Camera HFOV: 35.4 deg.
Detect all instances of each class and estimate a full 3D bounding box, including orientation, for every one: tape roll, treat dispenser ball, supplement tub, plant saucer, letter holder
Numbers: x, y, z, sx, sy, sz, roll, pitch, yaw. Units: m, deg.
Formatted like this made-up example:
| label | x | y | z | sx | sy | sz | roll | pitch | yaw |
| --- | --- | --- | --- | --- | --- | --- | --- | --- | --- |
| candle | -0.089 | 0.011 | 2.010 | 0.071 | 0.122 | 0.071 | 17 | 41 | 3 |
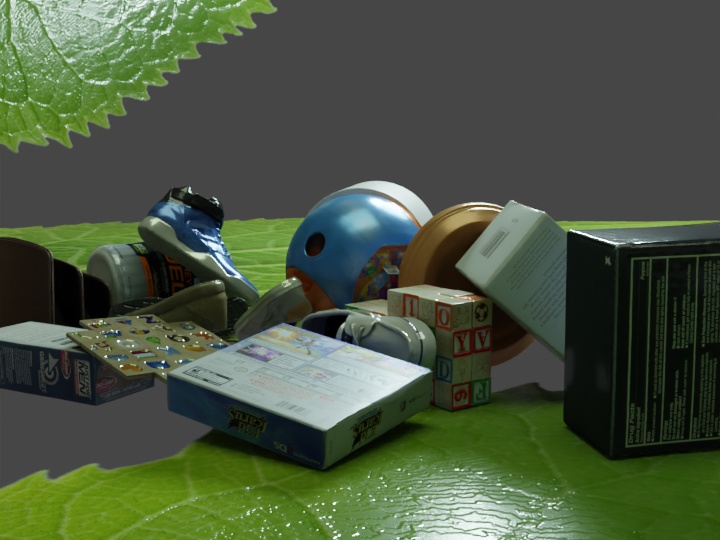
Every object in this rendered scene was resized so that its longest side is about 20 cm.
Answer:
| label | x | y | z | sx | sy | sz | roll | pitch | yaw |
| --- | --- | --- | --- | --- | --- | --- | --- | --- | --- |
| tape roll | 0.013 | -0.028 | 1.679 | 0.201 | 0.205 | 0.139 | 1 | 8 | 10 |
| treat dispenser ball | 0.000 | 0.000 | 1.491 | 0.199 | 0.203 | 0.201 | 0 | 9 | 0 |
| supplement tub | -0.293 | 0.016 | 1.664 | 0.199 | 0.124 | 0.122 | -8 | 11 | -38 |
| plant saucer | 0.144 | 0.019 | 1.355 | 0.198 | 0.202 | 0.037 | -3 | 3 | -13 |
| letter holder | -0.443 | 0.021 | 1.573 | 0.199 | 0.144 | 0.100 | 7 | 12 | 43 |

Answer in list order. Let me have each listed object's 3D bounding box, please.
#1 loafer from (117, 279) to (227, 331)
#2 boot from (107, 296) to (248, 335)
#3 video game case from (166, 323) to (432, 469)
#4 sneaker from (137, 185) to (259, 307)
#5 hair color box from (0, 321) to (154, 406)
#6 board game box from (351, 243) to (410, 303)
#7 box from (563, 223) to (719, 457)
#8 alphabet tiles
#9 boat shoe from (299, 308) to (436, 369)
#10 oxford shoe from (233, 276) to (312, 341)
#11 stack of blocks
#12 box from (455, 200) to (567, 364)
| label | x | y | z | sx | sy | sz | roll | pitch | yaw |
| --- | --- | --- | --- | --- | --- | --- | --- | --- | --- |
| loafer | -0.247 | 0.075 | 1.394 | 0.199 | 0.068 | 0.076 | -25 | -7 | 24 |
| boot | -0.262 | 0.070 | 1.548 | 0.198 | 0.070 | 0.131 | 1 | -2 | -28 |
| video game case | -0.059 | 0.119 | 1.120 | 0.199 | 0.046 | 0.181 | 15 | 23 | 33 |
| sneaker | -0.209 | -0.041 | 1.616 | 0.199 | 0.112 | 0.077 | 35 | -27 | -4 |
| hair color box | -0.344 | 0.105 | 1.296 | 0.199 | 0.061 | 0.100 | 5 | 10 | 31 |
| board game box | 0.089 | 0.045 | 1.399 | 0.198 | 0.159 | 0.039 | -2 | 26 | -15 |
| box | 0.307 | 0.060 | 1.087 | 0.197 | 0.202 | 0.123 | -2 | 9 | -14 |
| alphabet tiles | -0.220 | 0.086 | 1.246 | 0.166 | 0.006 | 0.199 | -3 | 19 | -43 |
| boat shoe | 0.003 | 0.076 | 1.246 | 0.065 | 0.073 | 0.199 | 5 | 8 | -36 |
| oxford shoe | -0.113 | 0.067 | 1.453 | 0.075 | 0.058 | 0.200 | -30 | -5 | -28 |
| stack of blocks | 0.062 | 0.077 | 1.276 | 0.058 | 0.116 | 0.199 | -6 | 10 | -35 |
| box | 0.225 | 0.030 | 1.271 | 0.200 | 0.107 | 0.152 | 40 | 2 | -12 |
